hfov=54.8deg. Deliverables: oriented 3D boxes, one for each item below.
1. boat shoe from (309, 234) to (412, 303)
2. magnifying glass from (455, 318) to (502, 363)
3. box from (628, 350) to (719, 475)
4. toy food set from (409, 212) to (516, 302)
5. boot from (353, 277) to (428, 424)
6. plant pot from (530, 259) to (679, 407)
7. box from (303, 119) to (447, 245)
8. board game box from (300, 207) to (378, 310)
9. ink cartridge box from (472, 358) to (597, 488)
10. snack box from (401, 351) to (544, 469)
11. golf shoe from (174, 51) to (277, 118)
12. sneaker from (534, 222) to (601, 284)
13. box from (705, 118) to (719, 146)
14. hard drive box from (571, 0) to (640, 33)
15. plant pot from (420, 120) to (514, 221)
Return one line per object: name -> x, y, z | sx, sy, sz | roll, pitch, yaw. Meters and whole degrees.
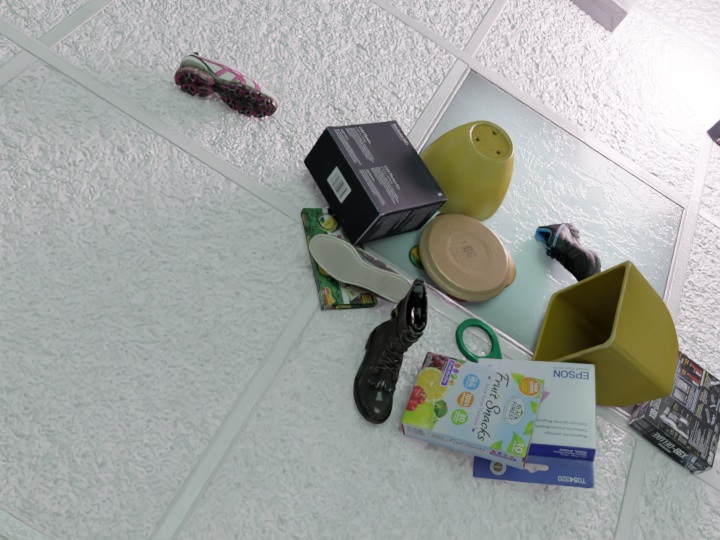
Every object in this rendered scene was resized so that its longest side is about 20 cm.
boat shoe -> 0.000, 0.000, 1.217 | 0.200, 0.057, 0.067 | 29, 91, -1
magnifying glass -> 0.242, 0.175, 1.255 | 0.079, 0.022, 0.200 | -22, 70, -31
box -> 0.618, 0.263, 1.339 | 0.158, 0.050, 0.200 | 36, 54, 1
toy food set -> 0.199, -0.027, 1.336 | 0.200, 0.049, 0.198 | -34, 78, -33
boot -> 0.053, 0.128, 1.108 | 0.069, 0.174, 0.200 | 16, 56, -13
plant pot -> 0.466, 0.140, 1.271 | 0.200, 0.194, 0.196 | 38, 53, -14
box -> 0.028, -0.167, 1.296 | 0.182, 0.104, 0.200 | -16, 68, -40
board game box -> -0.040, -0.025, 1.253 | 0.105, 0.023, 0.200 | -4, 63, -22
ink cartridge box -> 0.288, 0.248, 1.154 | 0.196, 0.043, 0.200 | 1, 61, 12
snack box -> 0.183, 0.222, 1.127 | 0.200, 0.053, 0.142 | 12, 55, 20
golf shoe -> -0.248, -0.363, 1.334 | 0.200, 0.073, 0.092 | 21, 54, -10
sneaker -> 0.415, -0.028, 1.394 | 0.082, 0.073, 0.200 | 2, 32, -11
box -> 1.044, -0.348, 1.836 | 0.122, 0.106, 0.200 | -32, 77, -34
hard drive box -> 0.713, -0.787, 1.974 | 0.156, 0.077, 0.200 | 41, 55, 4
plant pot -> 0.231, -0.218, 1.403 | 0.200, 0.142, 0.200 | 10, 59, -17
